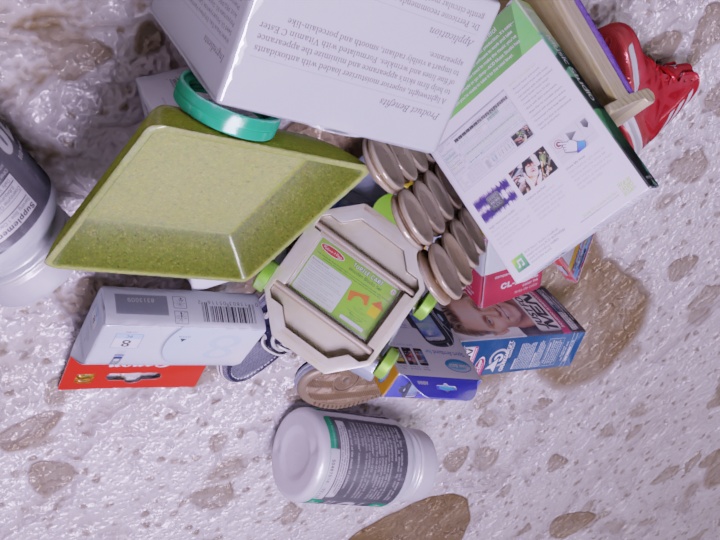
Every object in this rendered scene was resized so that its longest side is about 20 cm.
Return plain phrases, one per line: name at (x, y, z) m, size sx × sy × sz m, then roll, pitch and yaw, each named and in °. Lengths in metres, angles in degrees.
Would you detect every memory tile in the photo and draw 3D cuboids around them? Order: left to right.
memory tile at (0.060, -0.059, 0.763) m, size 0.017 × 0.200 × 0.154 m, roll -27°, pitch 96°, yaw 21°

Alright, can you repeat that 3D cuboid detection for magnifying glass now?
magnifying glass at (-0.110, -0.150, 0.680) m, size 0.079 × 0.200 × 0.023 m, roll 15°, pitch 113°, yaw -24°

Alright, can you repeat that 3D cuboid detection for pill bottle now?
pill bottle at (-0.316, -0.067, 0.687) m, size 0.113 × 0.113 × 0.201 m, roll -32°, pitch 135°, yaw -4°
pill bottle at (-0.004, 0.243, 1.109) m, size 0.199 × 0.113 × 0.114 m, roll 15°, pitch 117°, yaw -36°

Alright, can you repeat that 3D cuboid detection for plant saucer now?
plant saucer at (-0.128, -0.062, 0.699) m, size 0.199 × 0.048 × 0.199 m, roll 5°, pitch 149°, yaw -41°

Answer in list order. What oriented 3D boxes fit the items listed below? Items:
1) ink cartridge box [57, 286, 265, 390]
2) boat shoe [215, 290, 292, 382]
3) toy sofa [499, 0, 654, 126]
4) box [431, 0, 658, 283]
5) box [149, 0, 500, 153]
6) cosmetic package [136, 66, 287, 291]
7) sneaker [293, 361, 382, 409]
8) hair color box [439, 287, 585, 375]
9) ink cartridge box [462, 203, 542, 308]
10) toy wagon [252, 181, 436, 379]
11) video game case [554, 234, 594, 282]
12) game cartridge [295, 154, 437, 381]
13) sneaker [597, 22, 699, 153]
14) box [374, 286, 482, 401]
ink cartridge box at (-0.207, 0.090, 0.878) m, size 0.159 × 0.048 × 0.200 m, roll 3°, pitch 144°, yaw -31°
boat shoe at (-0.084, 0.066, 0.944) m, size 0.074 × 0.093 × 0.200 m, roll 23°, pitch 111°, yaw -40°
toy sofa at (0.186, -0.218, 0.795) m, size 0.097 × 0.201 × 0.083 m, roll -23°, pitch 172°, yaw -34°
box at (0.142, -0.111, 0.757) m, size 0.144 × 0.201 × 0.036 m, roll -38°, pitch 168°, yaw 30°
box at (-0.036, -0.206, 0.680) m, size 0.198 × 0.200 × 0.131 m, roll 7°, pitch 119°, yaw -34°
cosmetic package at (-0.134, -0.088, 0.806) m, size 0.101 × 0.071 × 0.201 m, roll -18°, pitch 132°, yaw -17°
sneaker at (-0.006, 0.090, 0.993) m, size 0.199 × 0.109 × 0.070 m, roll -4°, pitch 132°, yaw -36°
hair color box at (0.176, 0.076, 1.100) m, size 0.199 × 0.100 × 0.061 m, roll -2°, pitch 126°, yaw -29°
ink cartridge box at (0.130, -0.088, 0.909) m, size 0.082 × 0.146 × 0.201 m, roll -16°, pitch 132°, yaw -18°
toy wagon at (0.000, 0.000, 0.832) m, size 0.155 × 0.040 × 0.201 m, roll 36°, pitch 88°, yaw -1°
video game case at (0.255, -0.068, 0.991) m, size 0.200 × 0.017 × 0.144 m, roll 24°, pitch 85°, yaw -69°
game cartridge at (0.000, -0.008, 0.870) m, size 0.132 × 0.042 × 0.201 m, roll 28°, pitch 88°, yaw -4°
sneaker at (0.319, -0.225, 0.974) m, size 0.115 × 0.078 × 0.200 m, roll -40°, pitch 148°, yaw -7°
box at (0.050, 0.072, 0.952) m, size 0.118 × 0.201 × 0.042 m, roll 9°, pitch 130°, yaw -35°
